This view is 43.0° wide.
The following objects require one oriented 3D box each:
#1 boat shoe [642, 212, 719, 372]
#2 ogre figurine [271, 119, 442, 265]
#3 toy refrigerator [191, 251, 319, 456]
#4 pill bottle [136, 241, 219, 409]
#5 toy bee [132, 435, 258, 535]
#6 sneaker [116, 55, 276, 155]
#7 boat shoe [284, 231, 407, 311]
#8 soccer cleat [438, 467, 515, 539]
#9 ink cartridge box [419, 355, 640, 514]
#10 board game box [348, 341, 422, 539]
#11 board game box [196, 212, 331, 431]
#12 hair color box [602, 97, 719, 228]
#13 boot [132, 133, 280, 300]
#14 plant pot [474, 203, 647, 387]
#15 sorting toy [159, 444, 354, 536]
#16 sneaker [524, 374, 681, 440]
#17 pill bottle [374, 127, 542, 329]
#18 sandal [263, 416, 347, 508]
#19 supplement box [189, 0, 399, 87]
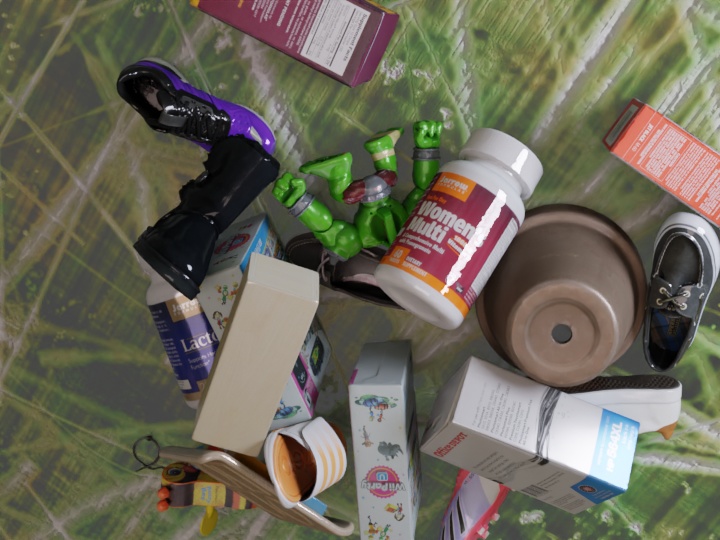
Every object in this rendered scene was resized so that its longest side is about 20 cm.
[{"bbox_3d":[0.338,0.030,0.974,0.068,0.057,0.201,16,138,26],"label":"boat shoe"},{"bbox_3d":[0.010,-0.084,1.033,0.199,0.098,0.121,-27,107,-28],"label":"ogre figurine"},{"bbox_3d":[-0.110,0.088,0.949,0.075,0.070,0.201,17,116,-11],"label":"toy refrigerator"},{"bbox_3d":[-0.190,0.054,1.103,0.115,0.116,0.202,-19,98,15],"label":"pill bottle"},{"bbox_3d":[-0.212,0.281,1.171,0.198,0.109,0.132,-12,103,14],"label":"toy bee"},{"bbox_3d":[-0.196,-0.175,1.053,0.199,0.100,0.070,29,110,3],"label":"sneaker"},{"bbox_3d":[0.000,0.000,1.081,0.198,0.057,0.067,16,108,7],"label":"boat shoe"},{"bbox_3d":[0.139,0.281,1.128,0.076,0.067,0.201,39,112,23],"label":"soccer cleat"},{"bbox_3d":[0.181,0.184,1.008,0.198,0.146,0.085,23,65,-1],"label":"ink cartridge box"},{"bbox_3d":[0.032,0.203,1.072,0.064,0.148,0.202,-3,103,9],"label":"board game box"},{"bbox_3d":[-0.108,0.057,1.052,0.064,0.148,0.201,-18,113,15],"label":"board game box"},{"bbox_3d":[0.355,-0.098,0.956,0.199,0.111,0.064,36,107,0],"label":"hair color box"},{"bbox_3d":[-0.155,-0.066,0.955,0.076,0.200,0.168,43,88,-19],"label":"boot"},{"bbox_3d":[0.218,0.041,0.987,0.198,0.175,0.202,2,104,10],"label":"plant pot"},{"bbox_3d":[-0.121,0.246,1.058,0.199,0.185,0.037,33,69,-19],"label":"sorting toy"},{"bbox_3d":[0.268,0.168,1.061,0.198,0.073,0.086,1,107,13],"label":"sneaker"},{"bbox_3d":[0.109,-0.047,0.985,0.109,0.110,0.201,32,79,2],"label":"pill bottle"},{"bbox_3d":[-0.043,0.197,1.012,0.059,0.206,0.080,-22,86,19],"label":"sandal"},{"bbox_3d":[-0.068,-0.283,0.995,0.199,0.110,0.086,27,107,3],"label":"supplement box"}]
